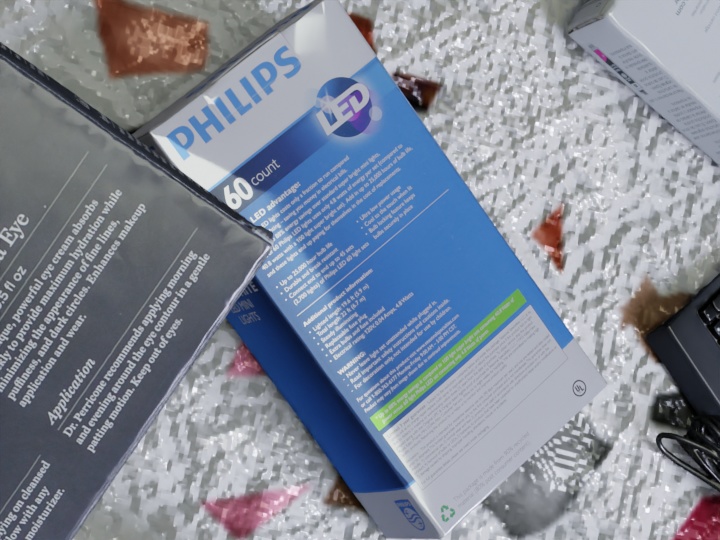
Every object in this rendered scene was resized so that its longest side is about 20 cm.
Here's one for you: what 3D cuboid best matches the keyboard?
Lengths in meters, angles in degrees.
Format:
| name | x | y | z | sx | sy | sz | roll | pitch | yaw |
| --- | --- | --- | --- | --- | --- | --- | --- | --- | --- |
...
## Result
| name | x | y | z | sx | sy | sz | roll | pitch | yaw |
| --- | --- | --- | --- | --- | --- | --- | --- | --- | --- |
| keyboard | 0.208 | 0.093 | 0.993 | 0.104 | 0.040 | 0.200 | -40 | 99 | -23 |

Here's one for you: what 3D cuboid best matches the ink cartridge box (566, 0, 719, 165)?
| name | x | y | z | sx | sy | sz | roll | pitch | yaw |
| --- | --- | --- | --- | --- | --- | --- | --- | --- | --- |
| ink cartridge box | 0.219 | -0.126 | 1.024 | 0.200 | 0.043 | 0.197 | 40 | 69 | -17 |

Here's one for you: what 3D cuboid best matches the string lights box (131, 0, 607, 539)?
| name | x | y | z | sx | sy | sz | roll | pitch | yaw |
| --- | --- | --- | --- | --- | --- | --- | --- | --- | --- |
| string lights box | 0.000 | 0.000 | 0.903 | 0.103 | 0.059 | 0.200 | -39 | 99 | -23 |

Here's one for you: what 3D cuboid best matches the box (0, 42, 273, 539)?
| name | x | y | z | sx | sy | sz | roll | pitch | yaw |
| --- | --- | --- | --- | --- | --- | --- | --- | --- | --- |
| box | -0.164 | 0.014 | 0.774 | 0.182 | 0.104 | 0.200 | 36 | 89 | -14 |
